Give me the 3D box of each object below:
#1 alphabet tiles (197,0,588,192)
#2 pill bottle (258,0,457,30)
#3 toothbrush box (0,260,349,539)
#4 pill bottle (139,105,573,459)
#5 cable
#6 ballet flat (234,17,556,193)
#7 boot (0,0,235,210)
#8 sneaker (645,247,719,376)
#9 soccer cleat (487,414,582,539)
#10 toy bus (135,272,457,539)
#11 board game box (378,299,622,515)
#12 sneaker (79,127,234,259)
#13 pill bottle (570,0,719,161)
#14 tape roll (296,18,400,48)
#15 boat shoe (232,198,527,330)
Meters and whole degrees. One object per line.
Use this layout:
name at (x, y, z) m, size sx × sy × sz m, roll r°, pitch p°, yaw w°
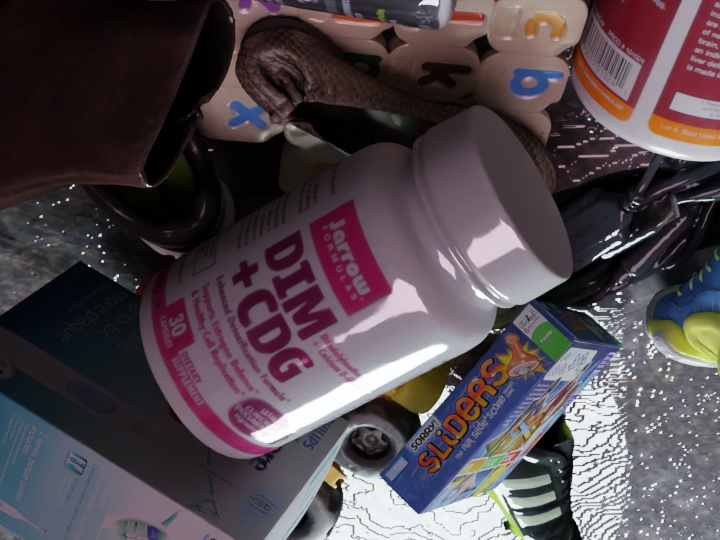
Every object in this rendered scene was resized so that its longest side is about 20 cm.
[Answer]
alphabet tiles at (0.013, -0.109, 0.718) m, size 0.195 × 0.015 × 0.200 m, roll 3°, pitch 139°, yaw -7°
pill bottle at (-0.051, -0.170, 0.585) m, size 0.199 × 0.106 × 0.106 m, roll 10°, pitch 135°, yaw 5°
toothbrush box at (-0.128, 0.100, 0.785) m, size 0.200 × 0.146 × 0.085 m, roll 32°, pitch 119°, yaw 8°
pill bottle at (-0.003, 0.006, 0.688) m, size 0.200 × 0.114 × 0.113 m, roll -29°, pitch 128°, yaw 22°
cable at (0.167, -0.029, 0.813) m, size 0.163 × 0.051 × 0.200 m, roll -12°, pitch 163°, yaw -30°
ballet flat at (0.022, -0.069, 0.718) m, size 0.200 × 0.046 × 0.067 m, roll 24°, pitch 134°, yaw -29°
boot at (-0.161, -0.053, 0.614) m, size 0.166 × 0.200 × 0.072 m, roll 11°, pitch 155°, yaw 34°
sneaker at (0.235, 0.014, 0.823) m, size 0.075 × 0.200 × 0.105 m, roll 2°, pitch 103°, yaw -14°
soccer cleat at (0.132, 0.153, 1.015) m, size 0.081 × 0.068 × 0.200 m, roll -31°, pitch 128°, yaw 11°
toy bus at (-0.059, 0.060, 0.890) m, size 0.192 × 0.136 × 0.200 m, roll 38°, pitch 123°, yaw -12°
board game box at (0.094, 0.083, 0.846) m, size 0.135 × 0.034 × 0.200 m, roll -49°, pitch 163°, yaw 8°
sneaker at (-0.135, -0.088, 0.718) m, size 0.074 × 0.087 × 0.200 m, roll -38°, pitch 99°, yaw -6°
pill bottle at (0.183, -0.161, 0.667) m, size 0.113 × 0.113 × 0.200 m, roll 8°, pitch 134°, yaw -8°
tape roll at (-0.028, -0.174, 0.700) m, size 0.200 × 0.048 × 0.201 m, roll 0°, pitch 134°, yaw 0°
boat shoe at (0.000, 0.000, 0.803) m, size 0.199 × 0.075 × 0.068 m, roll 11°, pitch 161°, yaw 4°
